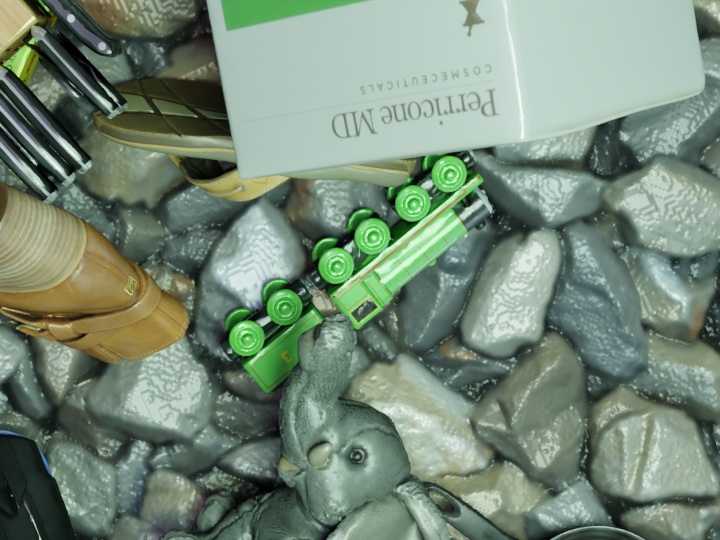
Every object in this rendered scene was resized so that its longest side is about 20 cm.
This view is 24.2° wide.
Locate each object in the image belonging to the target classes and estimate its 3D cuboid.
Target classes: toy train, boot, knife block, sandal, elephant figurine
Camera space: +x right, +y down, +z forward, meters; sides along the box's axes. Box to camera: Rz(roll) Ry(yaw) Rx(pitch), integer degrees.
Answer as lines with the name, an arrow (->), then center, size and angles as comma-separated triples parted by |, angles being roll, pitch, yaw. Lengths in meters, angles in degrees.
toy train -> 0.000, 0.000, 1.038 | 0.199, 0.042, 0.057 | -38, 107, 1
boot -> -0.210, 0.001, 1.002 | 0.155, 0.198, 0.077 | 35, 58, -43
knife block -> -0.226, -0.130, 0.911 | 0.197, 0.064, 0.178 | 3, 98, -4
sandal -> -0.066, -0.069, 1.015 | 0.198, 0.081, 0.054 | 10, 118, -8
elephant figurine -> -0.014, 0.141, 1.000 | 0.142, 0.155, 0.200 | 45, 102, 15

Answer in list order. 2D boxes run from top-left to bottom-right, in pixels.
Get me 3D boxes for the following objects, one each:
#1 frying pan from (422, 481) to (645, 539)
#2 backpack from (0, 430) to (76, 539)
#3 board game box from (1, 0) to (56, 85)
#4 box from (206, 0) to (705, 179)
frying pan -> 0.114, 0.209, 1.071 | 0.188, 0.031, 0.116 | 14, 95, -2
backpack -> -0.248, 0.204, 0.976 | 0.145, 0.183, 0.202 | -13, 88, 19
board game box -> -0.224, -0.165, 0.963 | 0.101, 0.048, 0.202 | 25, 96, -7
box -> 0.048, -0.154, 0.907 | 0.197, 0.199, 0.173 | -5, 100, 39
